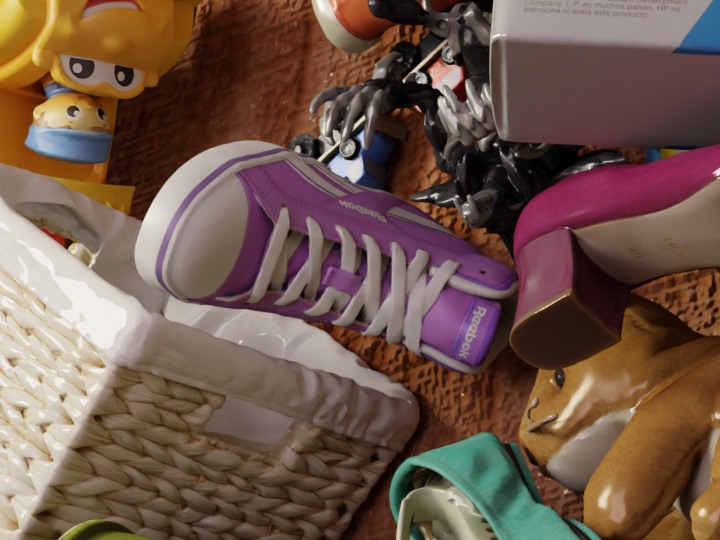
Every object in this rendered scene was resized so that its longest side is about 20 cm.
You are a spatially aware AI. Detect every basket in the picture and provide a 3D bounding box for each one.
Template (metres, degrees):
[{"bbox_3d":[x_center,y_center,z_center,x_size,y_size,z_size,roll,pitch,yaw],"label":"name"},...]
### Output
[{"bbox_3d":[-0.121,0.066,1.226,0.200,0.198,0.161,33,97,41],"label":"basket"}]

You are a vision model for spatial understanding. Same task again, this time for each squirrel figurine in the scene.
[{"bbox_3d":[0.161,0.047,1.071,0.200,0.142,0.187,-49,37,-7],"label":"squirrel figurine"}]

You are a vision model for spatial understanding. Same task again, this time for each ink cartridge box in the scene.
[{"bbox_3d":[0.130,-0.152,1.039,0.146,0.086,0.200,3,64,6],"label":"ink cartridge box"}]

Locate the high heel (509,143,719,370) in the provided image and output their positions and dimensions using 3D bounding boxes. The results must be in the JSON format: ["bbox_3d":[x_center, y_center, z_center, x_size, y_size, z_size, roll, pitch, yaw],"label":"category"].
[{"bbox_3d":[0.138,-0.037,1.009,0.200,0.067,0.096,-23,34,30],"label":"high heel"}]

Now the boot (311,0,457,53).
[{"bbox_3d":[0.016,-0.194,1.295,0.107,0.075,0.200,-37,36,35],"label":"boot"}]

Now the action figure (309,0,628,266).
[{"bbox_3d":[0.038,-0.081,1.167,0.119,0.102,0.200,-9,105,43],"label":"action figure"}]

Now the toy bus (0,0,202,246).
[{"bbox_3d":[-0.172,-0.066,1.348,0.200,0.136,0.192,-22,65,47],"label":"toy bus"}]

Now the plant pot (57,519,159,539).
[{"bbox_3d":[-0.026,0.208,1.061,0.193,0.200,0.201,5,74,18],"label":"plant pot"}]

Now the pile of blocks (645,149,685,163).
[{"bbox_3d":[0.153,-0.100,1.177,0.062,0.082,0.200,-5,73,-9],"label":"pile of blocks"}]

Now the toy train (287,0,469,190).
[{"bbox_3d":[0.039,-0.093,1.273,0.200,0.034,0.046,-42,62,17],"label":"toy train"}]

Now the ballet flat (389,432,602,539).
[{"bbox_3d":[0.053,0.119,1.035,0.070,0.067,0.200,-14,18,-10],"label":"ballet flat"}]

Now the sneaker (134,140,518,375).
[{"bbox_3d":[0.000,-0.001,1.153,0.114,0.200,0.073,30,106,34],"label":"sneaker"}]
